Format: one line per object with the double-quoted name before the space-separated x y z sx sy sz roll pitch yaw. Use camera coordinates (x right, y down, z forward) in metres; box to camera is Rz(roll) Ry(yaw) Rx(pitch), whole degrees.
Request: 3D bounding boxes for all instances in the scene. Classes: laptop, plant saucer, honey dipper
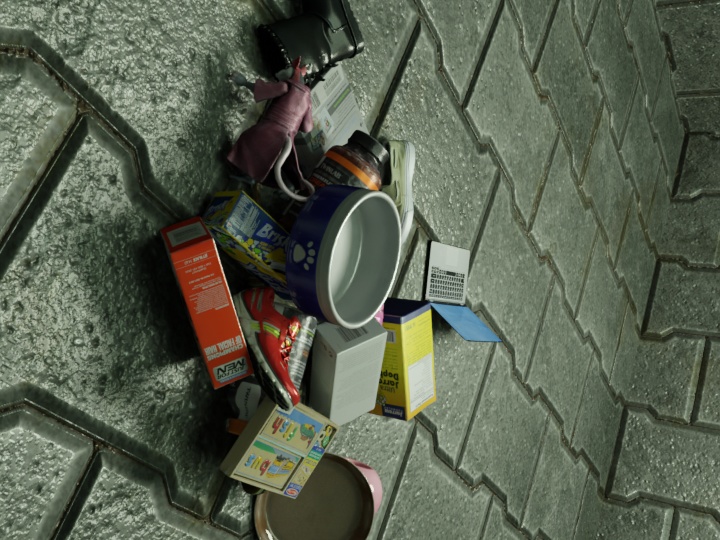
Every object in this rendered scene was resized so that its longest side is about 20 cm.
"laptop" 0.233 0.048 1.669 0.186 0.114 0.204 9 87 -56
"plant saucer" -0.076 0.392 1.250 0.032 0.196 0.204 -155 -113 -80
"honey dipper" -0.157 -0.058 1.170 0.038 0.038 0.204 -6 95 -54

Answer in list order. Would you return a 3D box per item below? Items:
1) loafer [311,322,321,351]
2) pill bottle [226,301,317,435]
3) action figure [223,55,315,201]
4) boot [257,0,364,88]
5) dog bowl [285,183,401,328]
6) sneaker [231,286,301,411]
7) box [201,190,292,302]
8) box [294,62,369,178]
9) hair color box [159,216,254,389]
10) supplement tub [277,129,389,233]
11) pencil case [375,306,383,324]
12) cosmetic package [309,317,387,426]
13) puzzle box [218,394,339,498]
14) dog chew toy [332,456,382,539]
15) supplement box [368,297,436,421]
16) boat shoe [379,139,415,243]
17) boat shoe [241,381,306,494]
"loafer" -0.044 0.130 1.316 0.199 0.074 0.071 15 77 -55
"pill bottle" -0.140 0.156 1.155 0.106 0.105 0.203 33 68 -51
"action figure" -0.118 -0.216 1.102 0.133 0.148 0.203 20 91 -38
"boot" -0.092 -0.389 1.187 0.162 0.073 0.200 -35 107 -30
"dog bowl" -0.021 -0.022 1.113 0.199 0.078 0.203 -32 128 -51
"sneaker" -0.118 0.098 1.059 0.084 0.201 0.078 -19 146 -14
"box" -0.139 -0.030 1.112 0.200 0.069 0.065 45 63 -36
"box" -0.050 -0.227 1.293 0.157 0.041 0.201 -56 135 -34
"hair color box" -0.208 0.042 1.031 0.063 0.111 0.203 -20 114 -14
"supplement tub" -0.038 -0.123 1.217 0.201 0.106 0.107 -55 139 -5
"pencil case" 0.000 0.000 1.358 0.089 0.094 0.204 4 91 -10
"cosmetic package" -0.024 0.164 1.263 0.100 0.071 0.202 -20 139 -28
"puzzle box" -0.114 0.260 1.126 0.134 0.025 0.200 -56 147 -7
"dog chew toy" -0.038 0.435 1.332 0.124 0.123 0.203 26 80 -53
"supplement box" 0.068 0.165 1.452 0.108 0.108 0.204 -20 109 -52
"boat shoe" 0.060 -0.150 1.453 0.061 0.072 0.204 5 86 -30
"boat shoe" -0.129 0.261 1.213 0.065 0.072 0.203 39 63 -44
